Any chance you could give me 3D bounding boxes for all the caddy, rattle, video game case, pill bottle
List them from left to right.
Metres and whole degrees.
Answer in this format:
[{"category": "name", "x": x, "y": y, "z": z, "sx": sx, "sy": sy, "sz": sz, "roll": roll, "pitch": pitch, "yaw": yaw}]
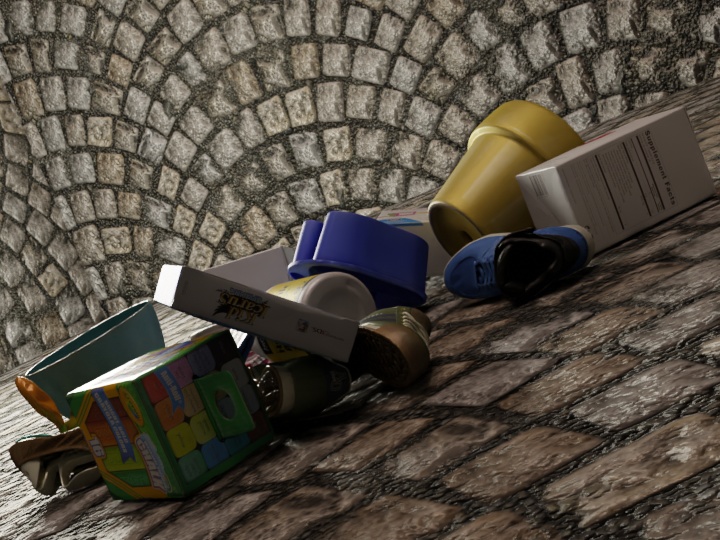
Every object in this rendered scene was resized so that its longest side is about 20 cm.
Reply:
[{"category": "rattle", "x": -0.313, "y": 0.161, "z": 1.432, "sx": 0.198, "sy": 0.144, "sz": 0.130, "roll": -29, "pitch": -13, "yaw": 5}, {"category": "video game case", "x": -0.112, "y": 0.041, "z": 1.139, "sx": 0.179, "sy": 0.046, "sz": 0.200, "roll": 17, "pitch": -4, "yaw": -15}, {"category": "pill bottle", "x": -0.072, "y": 0.067, "z": 1.425, "sx": 0.110, "sy": 0.113, "sz": 0.199, "roll": -26, "pitch": 6, "yaw": -30}, {"category": "caddy", "x": 0.000, "y": 0.000, "z": 1.491, "sx": 0.198, "sy": 0.107, "sz": 0.141, "roll": 18, "pitch": -17, "yaw": -29}]

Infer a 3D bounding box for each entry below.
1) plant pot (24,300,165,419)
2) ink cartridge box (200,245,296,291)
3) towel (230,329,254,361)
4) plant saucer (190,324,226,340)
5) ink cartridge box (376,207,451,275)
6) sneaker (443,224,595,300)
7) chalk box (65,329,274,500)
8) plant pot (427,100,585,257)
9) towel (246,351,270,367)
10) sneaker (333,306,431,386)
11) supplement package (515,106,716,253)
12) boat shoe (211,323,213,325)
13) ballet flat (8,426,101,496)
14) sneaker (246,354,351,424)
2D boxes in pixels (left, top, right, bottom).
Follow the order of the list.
[{"category": "plant pot", "x": -0.351, "y": 0.151, "z": 1.580, "sx": 0.198, "sy": 0.136, "sz": 0.200, "roll": -29, "pitch": 9, "yaw": 5}, {"category": "ink cartridge box", "x": -0.154, "y": 0.024, "z": 1.762, "sx": 0.144, "sy": 0.085, "sz": 0.200, "roll": -17, "pitch": -5, "yaw": 7}, {"category": "towel", "x": -0.159, "y": 0.115, "z": 1.336, "sx": 0.148, "sy": 0.024, "sz": 0.200, "roll": -60, "pitch": 9, "yaw": 6}, {"category": "plant saucer", "x": -0.160, "y": 0.093, "z": 1.714, "sx": 0.197, "sy": 0.051, "sz": 0.200, "roll": -17, "pitch": -5, "yaw": -1}, {"category": "ink cartridge box", "x": 0.095, "y": -0.047, "z": 1.723, "sx": 0.142, "sy": 0.086, "sz": 0.200, "roll": -3, "pitch": 7, "yaw": 6}, {"category": "sneaker", "x": 0.165, "y": -0.005, "z": 1.310, "sx": 0.198, "sy": 0.078, "sz": 0.111, "roll": -11, "pitch": 2, "yaw": 34}, {"category": "chalk box", "x": -0.179, "y": 0.144, "z": 1.111, "sx": 0.123, "sy": 0.126, "sz": 0.199, "roll": -28, "pitch": 6, "yaw": -39}, {"category": "plant pot", "x": 0.201, "y": -0.099, "z": 1.547, "sx": 0.189, "sy": 0.202, "sz": 0.200, "roll": -43, "pitch": 13, "yaw": -20}, {"category": "towel", "x": -0.204, "y": 0.150, "z": 1.574, "sx": 0.145, "sy": 0.030, "sz": 0.200, "roll": -21, "pitch": 6, "yaw": 24}, {"category": "sneaker", "x": 0.037, "y": 0.067, "z": 1.145, "sx": 0.089, "sy": 0.068, "sz": 0.200, "roll": -31, "pitch": 6, "yaw": -21}, {"category": "supplement package", "x": 0.322, "y": -0.110, "z": 1.419, "sx": 0.198, "sy": 0.121, "sz": 0.121, "roll": -25, "pitch": 6, "yaw": -16}, {"category": "boat shoe", "x": -0.156, "y": 0.071, "z": 1.914, "sx": 0.197, "sy": 0.072, "sz": 0.069, "roll": -13, "pitch": 7, "yaw": 14}, {"category": "ballet flat", "x": -0.348, "y": 0.226, "z": 1.323, "sx": 0.198, "sy": 0.068, "sz": 0.073, "roll": -15, "pitch": 53, "yaw": 27}, {"category": "sneaker", "x": -0.067, "y": 0.126, "z": 1.181, "sx": 0.089, "sy": 0.068, "sz": 0.200, "roll": -6, "pitch": -6, "yaw": -17}]
